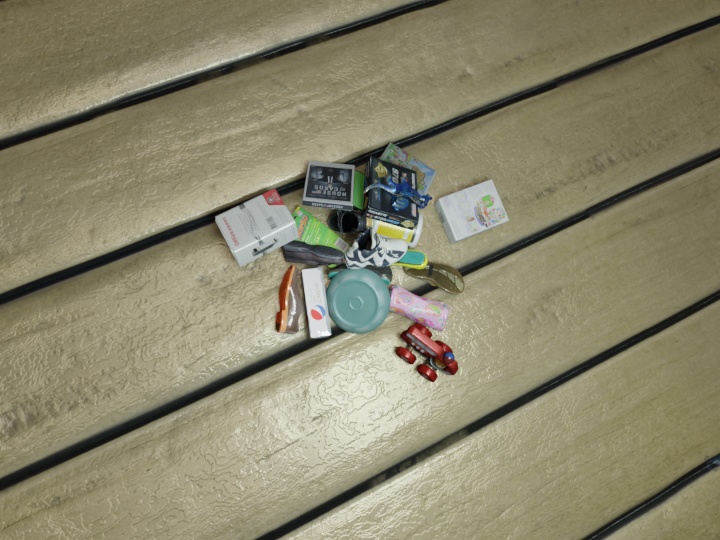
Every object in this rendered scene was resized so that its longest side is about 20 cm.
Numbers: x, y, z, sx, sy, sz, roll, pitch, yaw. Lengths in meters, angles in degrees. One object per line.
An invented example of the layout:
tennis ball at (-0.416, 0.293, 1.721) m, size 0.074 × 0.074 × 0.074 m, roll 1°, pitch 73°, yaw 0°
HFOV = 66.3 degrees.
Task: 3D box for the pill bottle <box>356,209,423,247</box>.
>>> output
pill bottle at (0.083, -0.145, 1.680) m, size 0.197 × 0.111 × 0.113 m, roll 14°, pitch 78°, yaw -7°

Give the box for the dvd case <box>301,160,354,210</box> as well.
dvd case at (-0.093, -0.257, 1.650) m, size 0.147 × 0.025 × 0.202 m, roll 5°, pitch 44°, yaw -4°

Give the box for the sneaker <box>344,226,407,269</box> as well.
sneaker at (0.055, -0.072, 1.572) m, size 0.196 × 0.130 × 0.081 m, roll -6°, pitch 66°, yaw -15°

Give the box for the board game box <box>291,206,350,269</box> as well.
board game box at (-0.137, -0.099, 1.678) m, size 0.199 × 0.030 × 0.096 m, roll 38°, pitch 76°, yaw -4°

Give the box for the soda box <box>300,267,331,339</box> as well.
soda box at (-0.132, 0.097, 1.621) m, size 0.063 × 0.068 × 0.204 m, roll -7°, pitch 81°, yaw -11°

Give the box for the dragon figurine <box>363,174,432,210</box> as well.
dragon figurine at (0.111, -0.212, 1.531) m, size 0.198 × 0.059 × 0.100 m, roll -5°, pitch 52°, yaw -37°

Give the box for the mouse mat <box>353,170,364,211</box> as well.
mouse mat at (0.002, -0.241, 1.671) m, size 0.198 × 0.008 × 0.161 m, roll 28°, pitch 48°, yaw 17°

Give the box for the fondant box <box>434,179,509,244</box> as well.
fondant box at (0.354, -0.188, 1.761) m, size 0.197 × 0.058 × 0.146 m, roll -21°, pitch 84°, yaw -12°

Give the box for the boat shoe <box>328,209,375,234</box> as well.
boat shoe at (-0.040, -0.144, 1.622) m, size 0.062 × 0.199 × 0.076 m, roll -6°, pitch 101°, yaw -38°

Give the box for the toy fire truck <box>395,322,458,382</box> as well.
toy fire truck at (0.202, 0.237, 1.600) m, size 0.199 × 0.168 × 0.113 m, roll 38°, pitch 76°, yaw -1°

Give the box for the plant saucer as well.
plant saucer at (-0.012, 0.093, 1.613) m, size 0.196 × 0.036 × 0.204 m, roll 2°, pitch 102°, yaw 9°

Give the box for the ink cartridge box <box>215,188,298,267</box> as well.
ink cartridge box at (-0.301, -0.125, 1.605) m, size 0.198 × 0.083 × 0.148 m, roll -27°, pitch 62°, yaw -13°

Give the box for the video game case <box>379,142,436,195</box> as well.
video game case at (0.133, -0.295, 1.718) m, size 0.181 × 0.022 × 0.201 m, roll 32°, pitch 49°, yaw -3°

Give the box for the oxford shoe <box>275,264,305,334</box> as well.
oxford shoe at (-0.200, 0.085, 1.621) m, size 0.072 × 0.071 × 0.204 m, roll 11°, pitch 84°, yaw -25°

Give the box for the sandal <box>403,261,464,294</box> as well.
sandal at (0.229, 0.017, 1.709) m, size 0.197 × 0.054 × 0.081 m, roll 19°, pitch 71°, yaw 10°

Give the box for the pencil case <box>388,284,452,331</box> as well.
pencil case at (0.172, 0.112, 1.658) m, size 0.197 × 0.087 × 0.089 m, roll 21°, pitch 77°, yaw -3°

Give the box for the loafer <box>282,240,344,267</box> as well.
loafer at (-0.138, -0.040, 1.622) m, size 0.197 × 0.072 × 0.064 m, roll 13°, pitch 117°, yaw 20°

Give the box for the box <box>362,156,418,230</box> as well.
box at (0.089, -0.225, 1.605) m, size 0.156 × 0.046 × 0.203 m, roll 15°, pitch 53°, yaw -16°

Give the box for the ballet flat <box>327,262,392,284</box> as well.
ballet flat at (0.000, 0.000, 1.663) m, size 0.196 × 0.068 × 0.069 m, roll 7°, pitch 64°, yaw -3°

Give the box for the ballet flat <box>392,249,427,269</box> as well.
ballet flat at (0.111, -0.041, 1.682) m, size 0.197 × 0.067 × 0.068 m, roll 14°, pitch 77°, yaw 19°
